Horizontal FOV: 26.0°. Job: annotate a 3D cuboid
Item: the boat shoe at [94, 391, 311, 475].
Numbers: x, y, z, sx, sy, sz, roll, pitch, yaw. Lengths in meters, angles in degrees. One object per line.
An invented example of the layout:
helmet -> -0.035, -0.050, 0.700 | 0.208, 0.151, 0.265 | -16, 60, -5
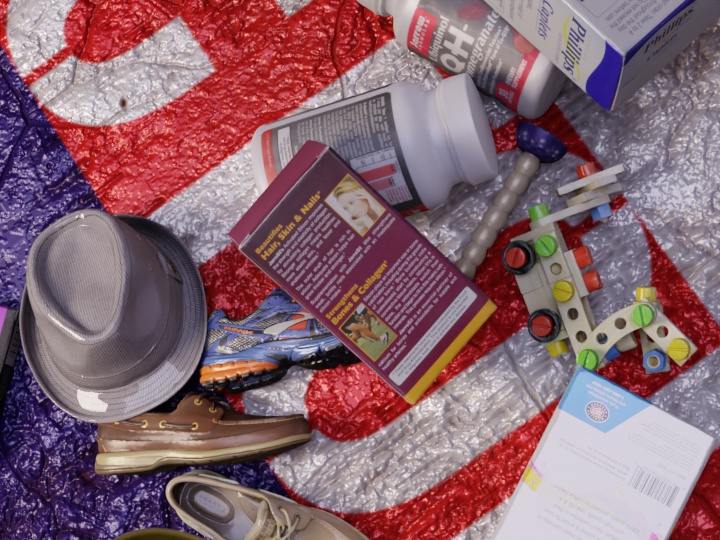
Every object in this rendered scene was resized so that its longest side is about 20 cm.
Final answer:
boat shoe -> -0.143, 0.140, 1.385 | 0.197, 0.072, 0.068 | -7, 81, 10

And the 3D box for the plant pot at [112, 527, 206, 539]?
plant pot -> -0.171, 0.340, 1.308 | 0.200, 0.200, 0.142 | 45, 118, 13

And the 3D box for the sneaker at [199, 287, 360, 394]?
sneaker -> -0.054, 0.049, 1.390 | 0.198, 0.075, 0.079 | -14, 75, 4

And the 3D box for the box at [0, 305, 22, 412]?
box -> -0.423, 0.085, 1.456 | 0.198, 0.036, 0.145 | 13, 81, 9

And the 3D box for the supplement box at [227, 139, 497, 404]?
supplement box -> 0.000, 0.000, 1.291 | 0.200, 0.086, 0.111 | 43, 88, -15

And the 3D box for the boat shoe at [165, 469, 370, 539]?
boat shoe -> -0.078, 0.229, 1.363 | 0.198, 0.065, 0.073 | 23, 84, 12

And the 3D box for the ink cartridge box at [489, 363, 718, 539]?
ink cartridge box -> 0.192, 0.203, 1.297 | 0.128, 0.125, 0.201 | 28, 85, 12

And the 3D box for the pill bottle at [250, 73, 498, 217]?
pill bottle -> 0.013, -0.099, 1.372 | 0.198, 0.116, 0.117 | -16, 78, 14

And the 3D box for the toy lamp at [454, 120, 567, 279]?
toy lamp -> 0.112, -0.035, 1.388 | 0.058, 0.058, 0.201 | 28, 85, 12

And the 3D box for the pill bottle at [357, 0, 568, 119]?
pill bottle -> 0.099, -0.230, 1.398 | 0.199, 0.111, 0.111 | 31, 85, 13

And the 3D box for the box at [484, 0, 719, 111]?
box -> 0.204, -0.269, 1.298 | 0.184, 0.105, 0.200 | -40, 72, -14

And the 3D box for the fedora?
fedora -> -0.232, 0.024, 1.386 | 0.175, 0.090, 0.202 | -18, 61, 5

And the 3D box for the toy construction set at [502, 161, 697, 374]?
toy construction set -> 0.201, 0.004, 1.349 | 0.130, 0.092, 0.202 | -22, 72, 20
